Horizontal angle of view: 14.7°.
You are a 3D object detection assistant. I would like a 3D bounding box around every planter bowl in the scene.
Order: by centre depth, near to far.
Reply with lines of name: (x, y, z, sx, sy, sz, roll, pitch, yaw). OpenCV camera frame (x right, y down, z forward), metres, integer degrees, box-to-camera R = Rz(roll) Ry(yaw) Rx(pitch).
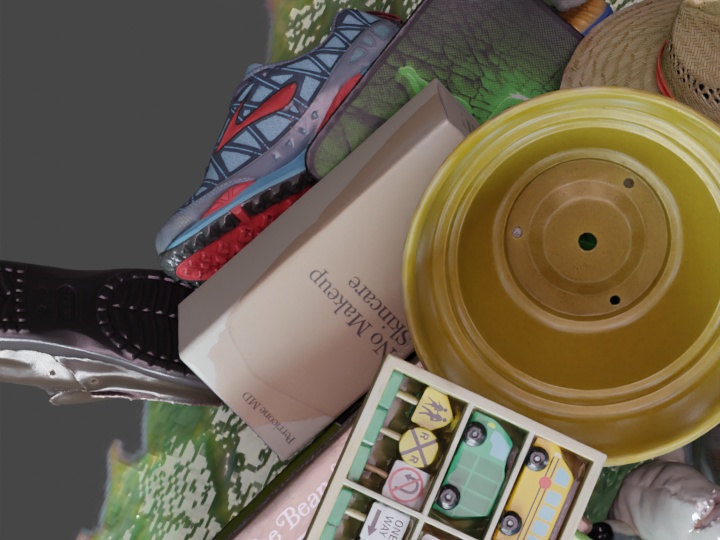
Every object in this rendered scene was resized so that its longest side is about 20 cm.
planter bowl: (0.121, -0.006, 1.458, 0.199, 0.084, 0.202, 0, 106, 1)

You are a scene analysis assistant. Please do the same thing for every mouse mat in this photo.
mouse mat: (0.087, -0.063, 1.590, 0.200, 0.008, 0.161, 38, 90, -16)

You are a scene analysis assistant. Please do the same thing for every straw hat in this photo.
straw hat: (0.212, -0.112, 1.520, 0.200, 0.085, 0.202, 2, 51, -3)

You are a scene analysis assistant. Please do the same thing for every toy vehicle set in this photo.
toy vehicle set: (0.028, 0.158, 1.410, 0.124, 0.027, 0.201, 24, 85, -3)

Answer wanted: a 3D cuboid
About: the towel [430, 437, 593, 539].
towel: (0.036, 0.200, 1.432, 0.149, 0.031, 0.200, 35, 87, -4)

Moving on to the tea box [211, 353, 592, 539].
tea box: (0.004, 0.158, 1.545, 0.200, 0.197, 0.134, -43, 89, -3)

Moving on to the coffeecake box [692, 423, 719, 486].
coffeecake box: (0.228, 0.084, 1.575, 0.073, 0.154, 0.201, -11, 88, -5)

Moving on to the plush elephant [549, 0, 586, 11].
plush elephant: (0.148, -0.228, 1.601, 0.199, 0.155, 0.165, 12, 41, -32)

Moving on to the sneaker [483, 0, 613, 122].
sneaker: (0.089, -0.068, 1.631, 0.088, 0.075, 0.200, 42, 90, -15)

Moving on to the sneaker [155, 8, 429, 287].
sneaker: (-0.045, -0.073, 1.625, 0.200, 0.079, 0.096, -39, 57, -4)

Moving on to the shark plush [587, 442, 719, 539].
shark plush: (0.173, 0.158, 1.544, 0.083, 0.200, 0.091, 28, 64, 11)

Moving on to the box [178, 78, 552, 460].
box: (0.000, 0.000, 1.544, 0.200, 0.078, 0.095, -42, 107, 12)

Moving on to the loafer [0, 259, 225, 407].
loafer: (-0.154, 0.041, 1.620, 0.199, 0.071, 0.073, 12, 52, -9)
